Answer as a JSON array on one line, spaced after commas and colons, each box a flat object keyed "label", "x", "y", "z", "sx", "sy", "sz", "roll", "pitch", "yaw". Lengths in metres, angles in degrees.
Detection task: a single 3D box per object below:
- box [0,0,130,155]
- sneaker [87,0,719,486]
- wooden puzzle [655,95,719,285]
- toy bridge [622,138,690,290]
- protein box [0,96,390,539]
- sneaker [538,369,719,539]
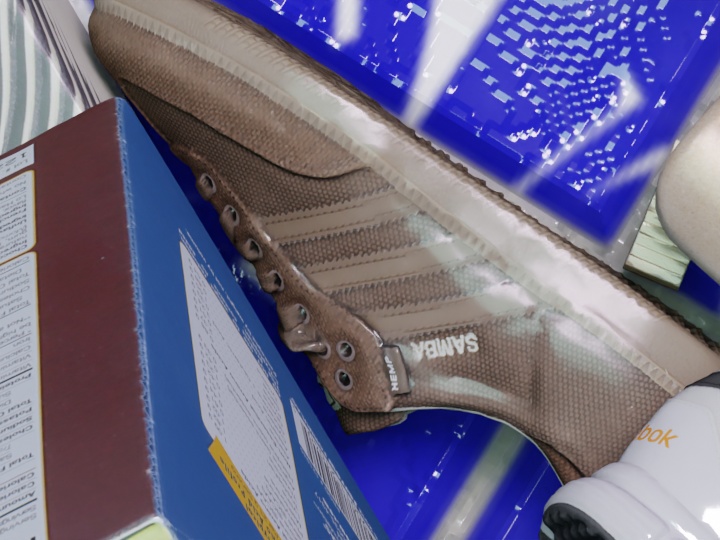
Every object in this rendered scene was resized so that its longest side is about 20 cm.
[{"label": "box", "x": -0.118, "y": -0.058, "z": 0.799, "sx": 0.082, "sy": 0.068, "sz": 0.201, "roll": -33, "pitch": 85, "yaw": 7}, {"label": "sneaker", "x": 0.000, "y": 0.000, "z": 0.780, "sx": 0.199, "sy": 0.070, "sz": 0.076, "roll": 35, "pitch": 94, "yaw": 8}, {"label": "wooden puzzle", "x": 0.200, "y": -0.028, "z": 0.753, "sx": 0.185, "sy": 0.037, "sz": 0.200, "roll": 41, "pitch": 78, "yaw": 7}, {"label": "toy bridge", "x": 0.171, "y": 0.007, "z": 0.777, "sx": 0.199, "sy": 0.027, "sz": 0.068, "roll": 23, "pitch": 91, "yaw": 8}, {"label": "protein box", "x": -0.060, "y": 0.106, "z": 0.686, "sx": 0.134, "sy": 0.200, "sz": 0.199, "roll": -27, "pitch": 116, "yaw": 7}, {"label": "sneaker", "x": 0.137, "y": 0.104, "z": 0.738, "sx": 0.200, "sy": 0.074, "sz": 0.080, "roll": 48, "pitch": 70, "yaw": -8}]
